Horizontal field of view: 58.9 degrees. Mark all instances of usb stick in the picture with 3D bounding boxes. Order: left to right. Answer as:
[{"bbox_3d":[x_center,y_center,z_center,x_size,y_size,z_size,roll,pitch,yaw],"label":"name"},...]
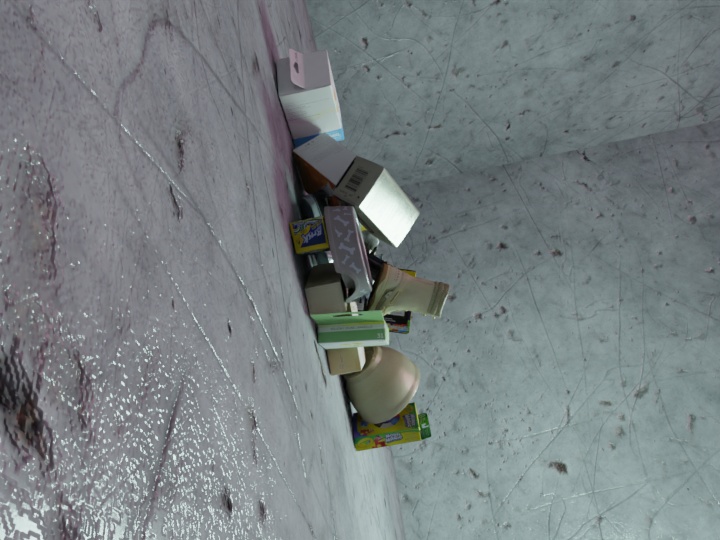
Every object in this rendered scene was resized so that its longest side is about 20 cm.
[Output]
[{"bbox_3d":[0.037,-0.002,1.397,0.033,0.199,0.056,-47,165,-51],"label":"usb stick"}]

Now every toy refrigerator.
[{"bbox_3d":[-0.068,0.039,1.357,0.200,0.075,0.071,-91,169,-76],"label":"toy refrigerator"}]

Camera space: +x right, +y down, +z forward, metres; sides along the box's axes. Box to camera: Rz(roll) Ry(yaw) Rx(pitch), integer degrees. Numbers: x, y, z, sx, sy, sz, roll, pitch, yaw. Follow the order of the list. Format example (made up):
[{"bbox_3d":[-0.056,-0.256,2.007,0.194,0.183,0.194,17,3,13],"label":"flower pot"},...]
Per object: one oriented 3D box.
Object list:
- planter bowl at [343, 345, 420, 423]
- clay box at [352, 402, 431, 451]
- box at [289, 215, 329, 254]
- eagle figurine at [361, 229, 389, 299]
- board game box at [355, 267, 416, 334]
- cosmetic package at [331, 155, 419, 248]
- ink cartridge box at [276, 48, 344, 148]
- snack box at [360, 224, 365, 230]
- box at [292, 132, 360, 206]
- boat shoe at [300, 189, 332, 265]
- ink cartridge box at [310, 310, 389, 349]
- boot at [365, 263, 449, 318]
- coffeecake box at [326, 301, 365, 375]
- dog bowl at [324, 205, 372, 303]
[{"bbox_3d":[0.037,0.276,1.657,0.135,0.199,0.201,47,17,-23],"label":"planter bowl"},{"bbox_3d":[0.081,0.404,1.666,0.115,0.197,0.048,-95,173,-68],"label":"clay box"},{"bbox_3d":[-0.092,-0.069,1.318,0.200,0.069,0.065,-30,109,-87],"label":"box"},{"bbox_3d":[-0.004,0.006,1.548,0.152,0.151,0.200,50,-11,-1],"label":"eagle figurine"},{"bbox_3d":[0.038,0.071,1.678,0.057,0.197,0.167,112,-14,-80],"label":"board game box"},{"bbox_3d":[0.036,-0.145,1.381,0.087,0.104,0.200,30,-8,36],"label":"cosmetic package"},{"bbox_3d":[-0.120,-0.410,1.505,0.201,0.124,0.130,76,5,-57],"label":"ink cartridge box"},{"bbox_3d":[-0.031,-0.116,1.623,0.201,0.140,0.053,91,5,-50],"label":"snack box"},{"bbox_3d":[-0.056,-0.211,1.479,0.200,0.097,0.125,42,-23,39],"label":"box"},{"bbox_3d":[-0.081,-0.088,1.471,0.073,0.068,0.201,16,-52,56],"label":"boat shoe"},{"bbox_3d":[-0.018,0.124,1.306,0.200,0.144,0.049,66,21,-76],"label":"ink cartridge box"},{"bbox_3d":[0.094,0.069,1.341,0.201,0.154,0.073,109,-6,-53],"label":"boot"},{"bbox_3d":[-0.038,0.156,1.510,0.200,0.072,0.156,35,45,-86],"label":"coffeecake box"},{"bbox_3d":[-0.021,-0.038,1.284,0.200,0.058,0.203,-13,90,-86],"label":"dog bowl"}]
